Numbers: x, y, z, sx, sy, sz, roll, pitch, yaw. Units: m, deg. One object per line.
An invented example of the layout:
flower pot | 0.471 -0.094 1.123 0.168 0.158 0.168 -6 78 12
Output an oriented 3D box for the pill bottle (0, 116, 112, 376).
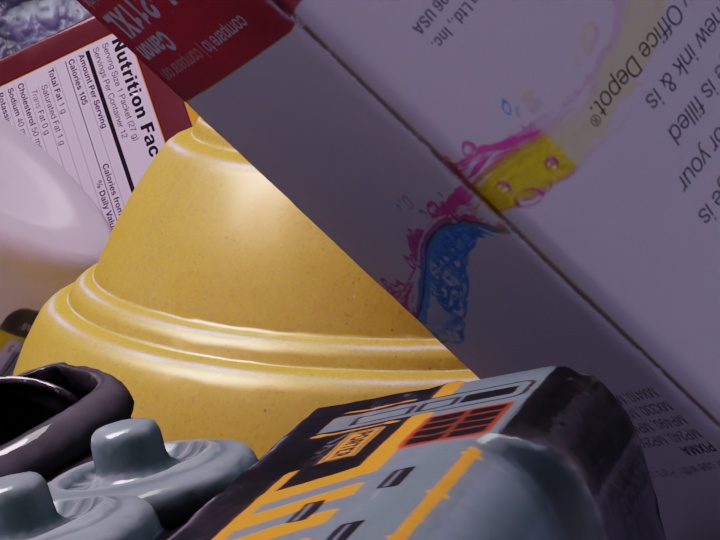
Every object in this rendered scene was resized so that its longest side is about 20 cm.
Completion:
pill bottle | -0.173 0.043 0.816 0.200 0.112 0.112 -53 -5 14

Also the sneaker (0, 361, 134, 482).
sneaker | -0.079 0.074 0.616 0.071 0.100 0.200 -27 2 -24

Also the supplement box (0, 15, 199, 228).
supplement box | -0.092 0.014 0.972 0.199 0.133 0.197 -24 -19 12

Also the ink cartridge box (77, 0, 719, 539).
ink cartridge box | 0.053 -0.057 0.565 0.146 0.200 0.083 -50 11 -21

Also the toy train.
toy train | -0.016 0.068 0.420 0.113 0.086 0.200 -13 6 17

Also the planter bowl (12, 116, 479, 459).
planter bowl | 0.000 0.000 0.695 0.199 0.084 0.200 2 10 0
